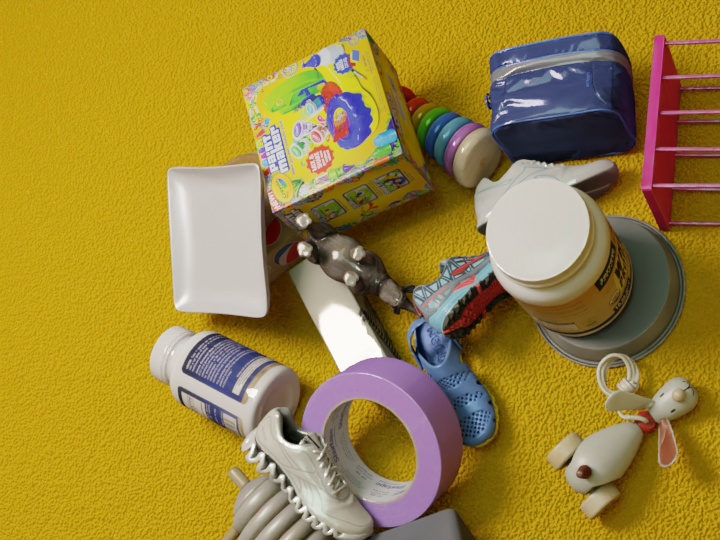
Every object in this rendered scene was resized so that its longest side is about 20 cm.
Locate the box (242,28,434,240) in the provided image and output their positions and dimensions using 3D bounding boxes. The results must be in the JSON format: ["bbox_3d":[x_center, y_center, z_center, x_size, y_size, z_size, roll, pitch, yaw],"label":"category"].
[{"bbox_3d":[-0.031,-0.175,1.668,0.191,0.122,0.202,-24,63,15],"label":"box"}]

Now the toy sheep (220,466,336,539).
[{"bbox_3d":[-0.103,0.330,1.592,0.200,0.138,0.138,43,92,12],"label":"toy sheep"}]

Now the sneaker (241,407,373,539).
[{"bbox_3d":[-0.057,0.252,1.538,0.200,0.075,0.081,41,112,14],"label":"sneaker"}]

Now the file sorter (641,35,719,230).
[{"bbox_3d":[0.423,-0.166,1.522,0.124,0.139,0.203,2,72,23],"label":"file sorter"}]

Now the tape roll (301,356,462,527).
[{"bbox_3d":[0.026,0.213,1.554,0.198,0.065,0.203,10,110,28],"label":"tape roll"}]

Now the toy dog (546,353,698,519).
[{"bbox_3d":[0.305,0.196,1.463,0.131,0.096,0.201,29,87,15],"label":"toy dog"}]

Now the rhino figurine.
[{"bbox_3d":[0.000,0.000,1.614,0.199,0.087,0.060,34,90,16],"label":"rhino figurine"}]

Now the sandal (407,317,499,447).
[{"bbox_3d":[0.110,0.133,1.589,0.079,0.087,0.201,-32,63,9],"label":"sandal"}]

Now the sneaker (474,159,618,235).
[{"bbox_3d":[0.237,-0.114,1.629,0.198,0.070,0.081,-18,62,18],"label":"sneaker"}]

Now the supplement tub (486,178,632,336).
[{"bbox_3d":[0.234,-0.015,1.474,0.143,0.200,0.146,-8,69,22],"label":"supplement tub"}]

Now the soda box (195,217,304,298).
[{"bbox_3d":[-0.141,-0.026,1.771,0.199,0.068,0.064,-38,61,8],"label":"soda box"}]

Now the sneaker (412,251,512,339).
[{"bbox_3d":[0.145,0.000,1.590,0.095,0.080,0.199,30,52,35],"label":"sneaker"}]

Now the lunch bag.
[{"bbox_3d":[0.255,-0.227,1.621,0.198,0.136,0.134,-6,68,23],"label":"lunch bag"}]

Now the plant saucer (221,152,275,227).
[{"bbox_3d":[-0.184,-0.103,1.788,0.199,0.035,0.202,-27,37,23],"label":"plant saucer"}]

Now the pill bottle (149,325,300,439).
[{"bbox_3d":[-0.189,0.149,1.705,0.198,0.111,0.112,23,82,29],"label":"pill bottle"}]

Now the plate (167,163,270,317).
[{"bbox_3d":[-0.187,-0.042,1.690,0.198,0.032,0.203,2,96,44],"label":"plate"}]

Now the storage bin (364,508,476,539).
[{"bbox_3d":[0.069,0.386,1.500,0.198,0.146,0.135,-22,37,16],"label":"storage bin"}]

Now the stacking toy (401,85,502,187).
[{"bbox_3d":[0.100,-0.194,1.720,0.199,0.085,0.086,37,89,37],"label":"stacking toy"}]

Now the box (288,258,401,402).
[{"bbox_3d":[-0.016,0.071,1.672,0.068,0.082,0.201,-34,63,10],"label":"box"}]

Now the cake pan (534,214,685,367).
[{"bbox_3d":[0.305,0.020,1.567,0.198,0.037,0.203,-9,69,22],"label":"cake pan"}]
